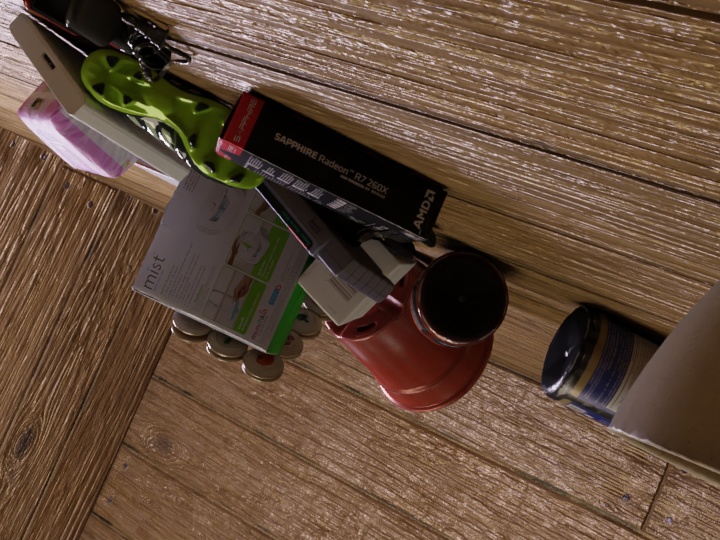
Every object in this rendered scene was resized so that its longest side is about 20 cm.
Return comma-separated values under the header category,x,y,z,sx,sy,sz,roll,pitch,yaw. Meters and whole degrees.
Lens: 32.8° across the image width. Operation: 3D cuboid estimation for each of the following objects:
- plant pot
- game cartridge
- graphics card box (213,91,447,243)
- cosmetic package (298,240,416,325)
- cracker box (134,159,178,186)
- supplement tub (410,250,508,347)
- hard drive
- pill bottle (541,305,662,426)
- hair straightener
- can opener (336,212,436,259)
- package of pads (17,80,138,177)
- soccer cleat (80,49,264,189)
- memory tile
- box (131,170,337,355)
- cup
category,x,y,z,sx,sy,sz,roll,pitch,yaw
plant pot,0.057,0.069,1.721,0.199,0.202,0.195,21,166,42
game cartridge,-0.054,-0.056,1.236,0.200,0.038,0.129,50,-169,24
graphics card box,-0.030,-0.087,1.084,0.198,0.051,0.125,27,176,-7
cosmetic package,0.000,0.000,1.404,0.074,0.102,0.200,46,-175,3
cracker box,-0.192,-0.122,1.588,0.198,0.058,0.134,23,178,34
supplement tub,0.111,0.036,1.437,0.106,0.108,0.200,24,176,1
hard drive,-0.257,-0.170,1.232,0.132,0.026,0.200,52,-172,24
pill bottle,0.312,0.129,1.372,0.198,0.113,0.112,26,176,-8
hair straightener,-0.179,-0.174,0.931,0.076,0.041,0.200,24,176,13
can opener,0.031,-0.050,1.246,0.063,0.080,0.199,-21,158,23
package of pads,-0.358,-0.183,1.568,0.121,0.076,0.199,45,167,-26
soccer cleat,-0.173,-0.147,1.161,0.199,0.068,0.081,33,-176,-16
memory tile,-0.124,0.052,1.487,0.152,0.017,0.200,28,-143,13
box,-0.136,-0.031,1.396,0.174,0.202,0.097,23,176,8
cup,0.236,0.052,0.577,0.198,0.145,0.200,24,177,1
